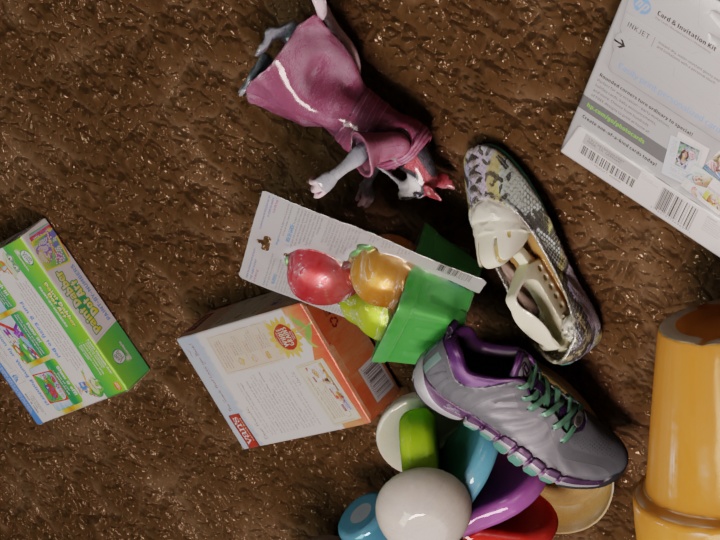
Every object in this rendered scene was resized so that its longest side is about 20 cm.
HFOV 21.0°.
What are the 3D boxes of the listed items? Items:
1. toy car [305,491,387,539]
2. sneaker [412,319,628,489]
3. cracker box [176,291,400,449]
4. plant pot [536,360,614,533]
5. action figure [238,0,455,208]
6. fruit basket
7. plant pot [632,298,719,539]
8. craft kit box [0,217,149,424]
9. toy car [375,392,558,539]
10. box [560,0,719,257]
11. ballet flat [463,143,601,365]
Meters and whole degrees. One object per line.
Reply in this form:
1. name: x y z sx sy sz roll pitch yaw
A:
1. toy car: -0.011 0.309 1.950 0.185 0.177 0.200 52 171 -27
2. sneaker: 0.142 0.113 1.607 0.199 0.075 0.088 26 144 -5
3. cracker box: -0.071 0.090 1.866 0.199 0.058 0.135 -16 109 47
4. plant pot: 0.146 0.148 1.742 0.199 0.027 0.201 24 136 25
5. action figure: 0.000 -0.130 1.617 0.199 0.134 0.150 32 97 -1
6. fruit basket: 0.000 0.000 1.656 0.199 0.094 0.186 26 156 2
7. plant pot: 0.298 0.123 1.472 0.199 0.199 0.185 1 107 41
8. craft kit box: -0.346 0.059 2.101 0.197 0.048 0.201 -19 108 51
9. toy car: 0.097 0.204 1.710 0.148 0.175 0.201 -13 117 9
10. box: 0.245 -0.124 1.417 0.155 0.041 0.201 34 140 15
11. ballet flat: 0.133 -0.007 1.593 0.072 0.072 0.201 -15 111 47
